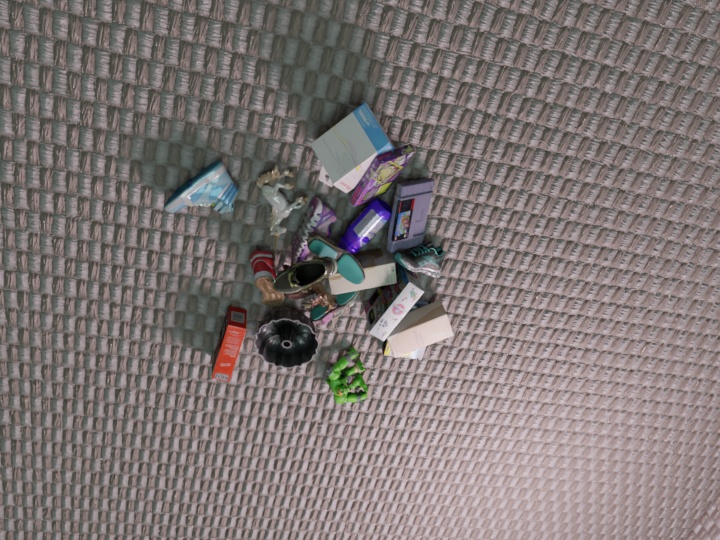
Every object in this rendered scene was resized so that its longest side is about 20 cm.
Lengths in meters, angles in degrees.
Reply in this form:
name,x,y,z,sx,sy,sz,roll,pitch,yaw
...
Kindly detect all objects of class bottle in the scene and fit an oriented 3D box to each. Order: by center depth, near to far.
name,x,y,z,sx,sy,sz,roll,pitch,yaw
bottle,0.003,-0.111,1.715,0.200,0.066,0.083,-46,161,16

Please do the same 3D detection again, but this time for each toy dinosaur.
name,x,y,z,sx,sy,sz,roll,pitch,yaw
toy dinosaur,-0.165,0.053,1.720,0.196,0.139,0.085,-5,168,34

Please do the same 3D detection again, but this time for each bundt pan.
name,x,y,z,sx,sy,sz,roll,pitch,yaw
bundt pan,-0.222,0.198,1.850,0.197,0.077,0.205,-2,127,-2

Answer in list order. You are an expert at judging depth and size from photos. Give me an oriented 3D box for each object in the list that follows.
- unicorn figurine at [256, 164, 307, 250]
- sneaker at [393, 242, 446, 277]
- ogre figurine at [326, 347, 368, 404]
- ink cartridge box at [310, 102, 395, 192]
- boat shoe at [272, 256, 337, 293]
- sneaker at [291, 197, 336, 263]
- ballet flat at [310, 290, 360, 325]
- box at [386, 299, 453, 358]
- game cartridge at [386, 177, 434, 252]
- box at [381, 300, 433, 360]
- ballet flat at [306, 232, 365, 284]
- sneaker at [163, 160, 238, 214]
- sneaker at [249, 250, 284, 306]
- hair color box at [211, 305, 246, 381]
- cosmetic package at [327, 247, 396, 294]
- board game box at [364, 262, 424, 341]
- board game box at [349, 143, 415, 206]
name,x,y,z,sx,sy,sz,roll,pitch,yaw
unicorn figurine,-0.214,-0.180,1.651,0.135,0.074,0.203,-22,108,15
sneaker,0.176,-0.044,1.776,0.198,0.077,0.093,10,110,-46
ogre figurine,-0.044,0.359,1.979,0.118,0.099,0.203,-22,139,-17
ink cartridge box,-0.023,-0.299,1.546,0.198,0.128,0.127,-33,79,10
boat shoe,-0.159,0.013,1.628,0.198,0.060,0.074,-19,88,23
sneaker,-0.128,-0.099,1.706,0.087,0.081,0.202,17,115,-27
ballet flat,-0.063,0.100,1.843,0.199,0.070,0.071,-38,141,19
box,0.175,0.179,1.870,0.196,0.078,0.096,-23,122,4
game cartridge,0.139,-0.153,1.710,0.128,0.038,0.204,-19,129,-39
box,0.156,0.187,1.941,0.133,0.038,0.204,8,118,-14
ballet flat,-0.064,-0.043,1.672,0.199,0.076,0.068,36,113,-21
sneaker,-0.408,-0.181,1.605,0.198,0.080,0.131,-32,119,10
sneaker,-0.269,0.019,1.762,0.070,0.115,0.201,-13,152,-4
hair color box,-0.394,0.221,1.829,0.060,0.102,0.203,13,117,-17
cosmetic package,0.000,0.000,1.767,0.195,0.106,0.072,-11,120,-5
board game box,0.095,0.084,1.807,0.064,0.148,0.201,29,111,-21
board game box,0.054,-0.246,1.585,0.119,0.033,0.200,-31,169,-32
